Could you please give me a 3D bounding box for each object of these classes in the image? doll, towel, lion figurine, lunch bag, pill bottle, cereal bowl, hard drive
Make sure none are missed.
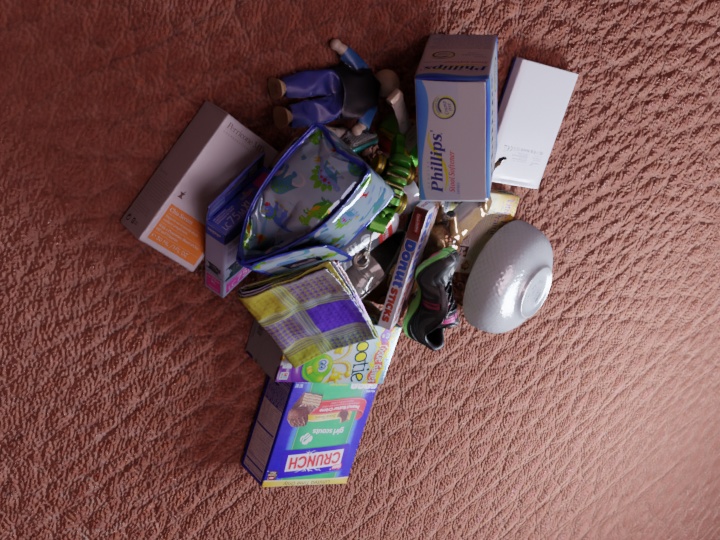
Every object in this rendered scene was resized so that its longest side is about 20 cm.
[{"bbox_3d":[-0.029,-0.254,1.408,0.200,0.048,0.137,-14,98,-30],"label":"doll"},{"bbox_3d":[-0.068,0.061,1.376,0.143,0.023,0.200,-18,140,9],"label":"towel"},{"bbox_3d":[0.160,-0.085,1.576,0.200,0.072,0.123,-37,145,-20],"label":"lion figurine"},{"bbox_3d":[-0.065,-0.071,1.304,0.200,0.127,0.170,-46,166,4],"label":"lunch bag"},{"bbox_3d":[-0.017,-0.076,1.467,0.200,0.116,0.116,-37,129,-13],"label":"pill bottle"},{"bbox_3d":[0.263,0.020,1.699,0.200,0.083,0.200,-34,138,-37],"label":"cereal bowl"},{"bbox_3d":[0.272,-0.238,1.645,0.132,0.025,0.200,5,110,-37],"label":"hard drive"}]

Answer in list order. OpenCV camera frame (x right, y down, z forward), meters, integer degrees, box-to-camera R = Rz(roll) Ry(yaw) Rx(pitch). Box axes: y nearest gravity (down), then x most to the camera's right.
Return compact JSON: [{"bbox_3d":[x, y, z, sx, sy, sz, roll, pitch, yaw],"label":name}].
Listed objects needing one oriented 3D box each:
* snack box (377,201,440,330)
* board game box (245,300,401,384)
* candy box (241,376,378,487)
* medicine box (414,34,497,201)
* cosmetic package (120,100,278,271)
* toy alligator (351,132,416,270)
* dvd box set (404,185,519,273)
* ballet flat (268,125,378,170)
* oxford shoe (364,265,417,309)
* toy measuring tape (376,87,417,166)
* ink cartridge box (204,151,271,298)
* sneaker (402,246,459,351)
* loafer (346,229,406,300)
[{"bbox_3d":[0.073,-0.012,1.511,0.072,0.024,0.200,-39,148,-64],"label":"snack box"},{"bbox_3d":[-0.056,0.105,1.542,0.200,0.103,0.105,5,110,-37],"label":"board game box"},{"bbox_3d":[-0.080,0.242,1.614,0.169,0.077,0.200,5,111,-37],"label":"candy box"},{"bbox_3d":[0.140,-0.221,1.441,0.103,0.200,0.182,1,121,10],"label":"medicine box"},{"bbox_3d":[-0.214,-0.111,1.341,0.101,0.071,0.200,34,91,-41],"label":"cosmetic package"},{"bbox_3d":[0.035,-0.094,1.394,0.059,0.054,0.200,18,88,-20],"label":"toy alligator"},{"bbox_3d":[0.161,-0.069,1.651,0.200,0.029,0.147,3,111,-35],"label":"dvd box set"},{"bbox_3d":[-0.060,-0.167,1.422,0.200,0.072,0.072,-35,129,-27],"label":"ballet flat"},{"bbox_3d":[0.046,0.026,1.596,0.200,0.071,0.071,8,110,-36],"label":"oxford shoe"},{"bbox_3d":[0.049,-0.213,1.455,0.074,0.074,0.200,-46,154,-7],"label":"toy measuring tape"},{"bbox_3d":[-0.157,-0.057,1.349,0.119,0.042,0.200,-47,164,-29],"label":"ink cartridge box"},{"bbox_3d":[0.123,0.043,1.536,0.077,0.084,0.200,-27,145,-31],"label":"sneaker"},{"bbox_3d":[0.000,0.000,1.509,0.070,0.070,0.200,44,53,-1],"label":"loafer"}]
